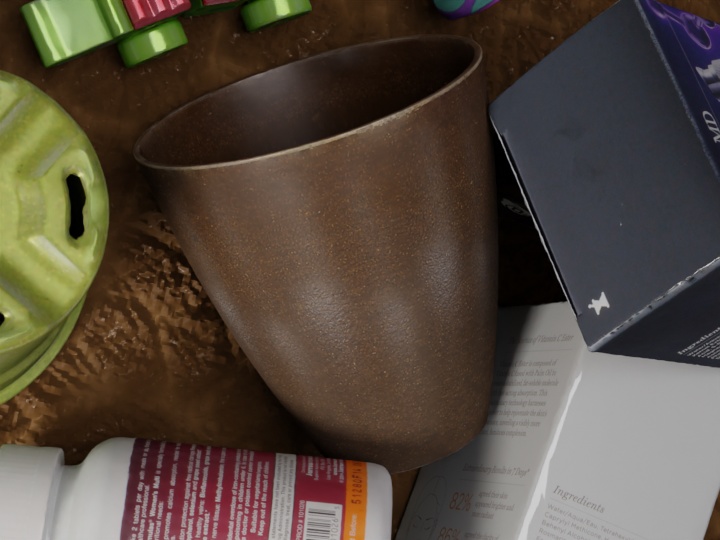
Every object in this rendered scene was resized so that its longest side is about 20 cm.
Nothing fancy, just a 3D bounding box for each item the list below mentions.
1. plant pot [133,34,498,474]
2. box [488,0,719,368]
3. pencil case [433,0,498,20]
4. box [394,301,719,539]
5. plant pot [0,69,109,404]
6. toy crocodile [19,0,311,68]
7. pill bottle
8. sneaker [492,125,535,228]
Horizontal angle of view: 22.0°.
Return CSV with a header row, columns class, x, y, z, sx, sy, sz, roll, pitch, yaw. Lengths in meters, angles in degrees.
class,x,y,z,sx,sy,sz,roll,pitch,yaw
plant pot,0.000,0.000,0.986,0.187,0.187,0.200,-25,110,-21
box,0.183,-0.037,0.945,0.200,0.104,0.148,8,54,-47
pencil case,0.026,-0.241,1.048,0.092,0.085,0.200,-40,102,-5
box,0.108,0.126,1.020,0.106,0.152,0.200,25,78,-18
plant pot,-0.205,-0.020,0.888,0.200,0.184,0.200,1,87,-22
toy crocodile,-0.087,-0.158,1.009,0.200,0.062,0.068,-19,94,-21
pill bottle,-0.088,0.143,0.944,0.200,0.110,0.110,7,84,-3
sneaker,0.142,-0.037,1.047,0.200,0.116,0.076,13,91,-9
